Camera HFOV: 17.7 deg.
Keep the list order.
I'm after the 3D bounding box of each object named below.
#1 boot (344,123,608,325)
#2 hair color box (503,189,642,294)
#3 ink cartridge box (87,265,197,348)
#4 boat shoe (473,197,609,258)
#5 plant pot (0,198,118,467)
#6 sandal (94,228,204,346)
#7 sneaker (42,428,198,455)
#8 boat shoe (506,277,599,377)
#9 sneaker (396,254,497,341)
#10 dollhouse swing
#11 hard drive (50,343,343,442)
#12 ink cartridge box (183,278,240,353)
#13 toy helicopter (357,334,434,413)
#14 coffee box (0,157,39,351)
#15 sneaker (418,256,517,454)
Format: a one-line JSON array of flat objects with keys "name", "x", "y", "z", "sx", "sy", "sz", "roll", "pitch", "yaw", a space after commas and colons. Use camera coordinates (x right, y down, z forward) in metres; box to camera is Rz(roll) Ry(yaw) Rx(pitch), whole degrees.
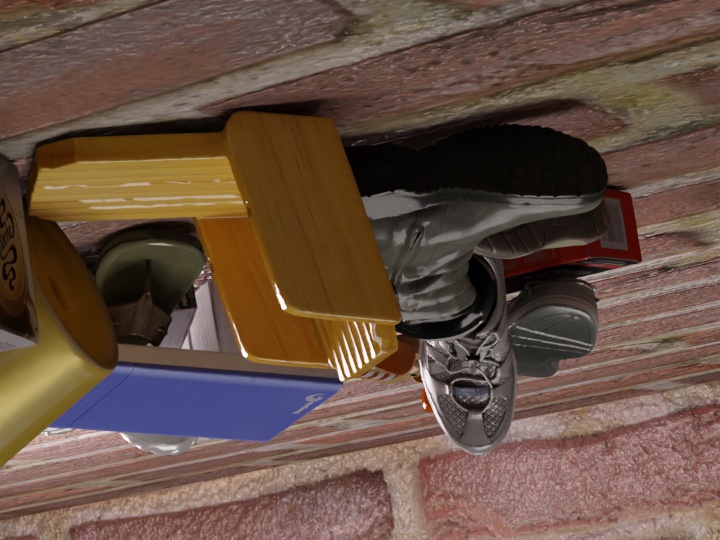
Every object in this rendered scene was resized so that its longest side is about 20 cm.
[{"name": "boot", "x": 0.066, "y": -0.024, "z": 1.529, "sx": 0.199, "sy": 0.068, "sz": 0.131, "roll": -3, "pitch": 135, "yaw": 7}, {"name": "hair color box", "x": 0.109, "y": -0.015, "z": 1.828, "sx": 0.199, "sy": 0.062, "sz": 0.101, "roll": -13, "pitch": 171, "yaw": 31}, {"name": "ink cartridge box", "x": -0.236, "y": 0.041, "z": 1.822, "sx": 0.199, "sy": 0.051, "sz": 0.109, "roll": -5, "pitch": 156, "yaw": -18}, {"name": "boat shoe", "x": 0.095, "y": -0.038, "z": 1.638, "sx": 0.073, "sy": 0.075, "sz": 0.199, "roll": -17, "pitch": 167, "yaw": 41}, {"name": "plant pot", "x": -0.269, "y": 0.054, "z": 1.513, "sx": 0.188, "sy": 0.202, "sz": 0.201, "roll": -28, "pitch": 168, "yaw": 9}, {"name": "sandal", "x": -0.171, "y": 0.038, "z": 1.735, "sx": 0.079, "sy": 0.058, "sz": 0.201, "roll": 6, "pitch": 138, "yaw": -27}, {"name": "sneaker", "x": -0.229, "y": 0.102, "z": 1.987, "sx": 0.199, "sy": 0.076, "sz": 0.092, "roll": 9, "pitch": 160, "yaw": -7}, {"name": "boat shoe", "x": 0.145, "y": 0.037, "z": 1.834, "sx": 0.074, "sy": 0.065, "sz": 0.202, "roll": 10, "pitch": 165, "yaw": -2}, {"name": "sneaker", "x": 0.000, "y": 0.000, "z": 1.633, "sx": 0.199, "sy": 0.070, "sz": 0.090, "roll": 18, "pitch": -178, "yaw": 40}, {"name": "dollhouse swing", "x": -0.097, "y": -0.001, "z": 1.440, "sx": 0.175, "sy": 0.183, "sz": 0.200, "roll": -18, "pitch": 174, "yaw": -14}, {"name": "hard drive", "x": -0.131, "y": 0.096, "z": 1.791, "sx": 0.199, "sy": 0.026, "sz": 0.132, "roll": 6, "pitch": 154, "yaw": -31}, {"name": "ink cartridge box", "x": -0.079, "y": 0.057, "z": 2.022, "sx": 0.145, "sy": 0.085, "sz": 0.200, "roll": -6, "pitch": 172, "yaw": -16}, {"name": "toy helicopter", "x": -0.004, "y": 0.074, "z": 1.858, "sx": 0.199, "sy": 0.079, "sz": 0.132, "roll": -7, "pitch": 168, "yaw": 14}, {"name": "coffee box", "x": -0.253, "y": -0.017, "z": 1.312, "sx": 0.079, "sy": 0.114, "sz": 0.200, "roll": -10, "pitch": 170, "yaw": 8}, {"name": "sneaker", "x": 0.076, "y": 0.049, "z": 1.733, "sx": 0.074, "sy": 0.201, "sz": 0.082, "roll": -5, "pitch": -161, "yaw": 6}]
